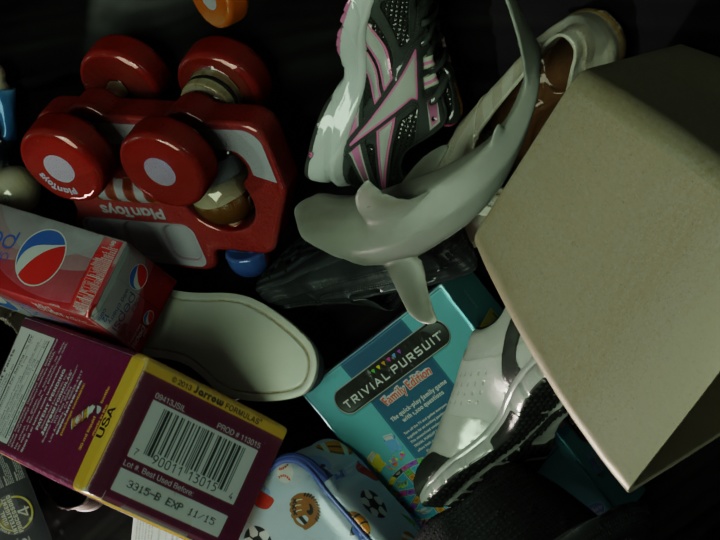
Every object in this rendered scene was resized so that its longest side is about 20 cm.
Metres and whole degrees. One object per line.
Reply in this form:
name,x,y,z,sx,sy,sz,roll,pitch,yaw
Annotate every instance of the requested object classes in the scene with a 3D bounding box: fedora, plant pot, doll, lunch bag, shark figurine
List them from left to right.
doll,-0.319,-0.118,1.430,0.200,0.048,0.136,44,123,-2
lunch bag,-0.021,0.232,1.326,0.160,0.076,0.200,-43,78,25
shark figurine,0.040,-0.059,1.133,0.214,0.089,0.128,-40,53,23
fedora,0.095,0.183,1.207,0.092,0.201,0.201,50,126,19
plant pot,0.190,-0.022,1.114,0.177,0.200,0.200,43,125,19

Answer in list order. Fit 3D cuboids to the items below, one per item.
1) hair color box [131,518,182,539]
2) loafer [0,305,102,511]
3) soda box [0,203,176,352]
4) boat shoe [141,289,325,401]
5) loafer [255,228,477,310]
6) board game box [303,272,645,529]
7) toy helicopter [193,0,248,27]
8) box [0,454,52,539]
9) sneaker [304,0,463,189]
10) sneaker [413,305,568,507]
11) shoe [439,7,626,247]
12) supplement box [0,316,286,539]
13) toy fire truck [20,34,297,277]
hair color box,-0.076,0.222,1.431,0.200,0.061,0.100,19,117,21
loafer,-0.255,0.104,1.474,0.073,0.071,0.200,-9,106,31
soda box,-0.236,-0.001,1.381,0.200,0.070,0.063,16,74,36
boat shoe,-0.103,0.055,1.364,0.200,0.062,0.075,7,81,33
loafer,0.000,0.000,1.278,0.070,0.068,0.201,51,143,-15
board game box,0.077,0.118,1.312,0.151,0.047,0.200,-38,89,34
toy helicopter,-0.083,-0.262,1.197,0.132,0.079,0.200,49,150,20
box,-0.297,0.143,1.476,0.161,0.049,0.200,15,125,68
sneaker,0.032,-0.132,1.226,0.086,0.080,0.200,23,130,9
sneaker,0.092,0.085,1.232,0.200,0.074,0.080,-54,49,39
shoe,0.096,-0.086,1.212,0.070,0.053,0.200,40,124,9
supplement box,-0.169,0.115,1.336,0.200,0.131,0.103,12,75,56
toy fire truck,-0.131,-0.068,1.326,0.200,0.112,0.168,5,137,28
